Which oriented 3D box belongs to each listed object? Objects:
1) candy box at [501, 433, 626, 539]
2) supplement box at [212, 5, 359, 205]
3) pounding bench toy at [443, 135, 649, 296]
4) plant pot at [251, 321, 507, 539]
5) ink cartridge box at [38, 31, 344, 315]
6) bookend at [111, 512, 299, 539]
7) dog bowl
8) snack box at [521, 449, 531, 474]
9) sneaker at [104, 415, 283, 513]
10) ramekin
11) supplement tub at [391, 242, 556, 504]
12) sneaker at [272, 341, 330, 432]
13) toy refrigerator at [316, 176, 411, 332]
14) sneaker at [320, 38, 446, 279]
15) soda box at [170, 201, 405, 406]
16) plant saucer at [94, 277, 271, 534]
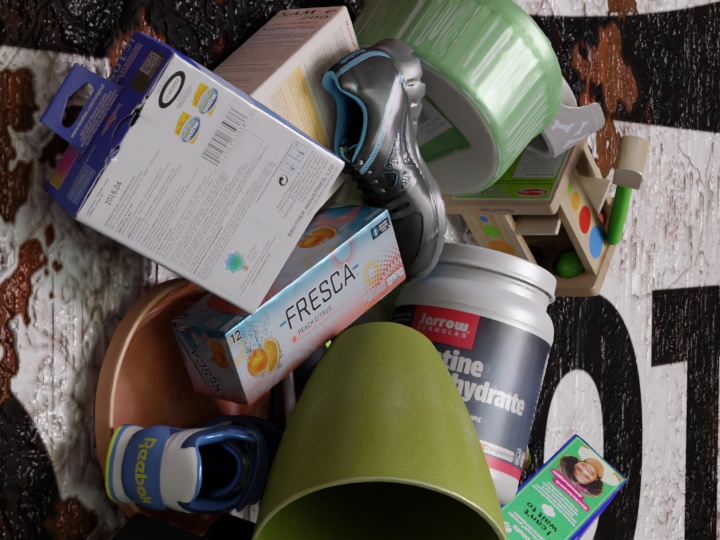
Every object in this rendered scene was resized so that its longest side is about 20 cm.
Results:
[{"bbox_3d":[0.153,0.275,1.682,0.200,0.077,0.169,-35,161,-52],"label":"candy box"},{"bbox_3d":[-0.069,-0.114,1.395,0.200,0.073,0.126,-49,130,-44],"label":"supplement box"},{"bbox_3d":[0.212,-0.059,1.717,0.156,0.199,0.124,57,46,-40],"label":"pounding bench toy"},{"bbox_3d":[0.016,0.141,1.297,0.200,0.187,0.187,-88,156,-47],"label":"plant pot"},{"bbox_3d":[-0.129,-0.076,1.231,0.200,0.076,0.137,30,92,-36],"label":"ink cartridge box"},{"bbox_3d":[-0.113,0.248,1.286,0.200,0.092,0.199,-49,140,-38],"label":"bookend"},{"bbox_3d":[0.138,-0.185,1.619,0.059,0.200,0.200,-45,137,-2],"label":"dog bowl"},{"bbox_3d":[0.080,0.162,1.644,0.200,0.068,0.169,-39,123,-47],"label":"snack box"},{"bbox_3d":[-0.103,0.149,1.293,0.200,0.082,0.074,0,90,-59],"label":"sneaker"},{"bbox_3d":[0.067,-0.159,1.499,0.098,0.200,0.200,-54,135,-29],"label":"ramekin"},{"bbox_3d":[0.085,0.090,1.468,0.140,0.140,0.201,30,71,-54],"label":"supplement tub"},{"bbox_3d":[-0.030,0.099,1.432,0.072,0.083,0.201,81,10,-84],"label":"sneaker"},{"bbox_3d":[0.000,0.000,1.512,0.200,0.070,0.076,58,46,-40],"label":"toy refrigerator"},{"bbox_3d":[0.014,-0.084,1.411,0.082,0.073,0.201,-23,108,-36],"label":"sneaker"},{"bbox_3d":[-0.054,0.023,1.350,0.200,0.063,0.069,-38,124,-38],"label":"soda box"},{"bbox_3d":[-0.139,0.105,1.337,0.200,0.032,0.201,-5,96,-56],"label":"plant saucer"}]
